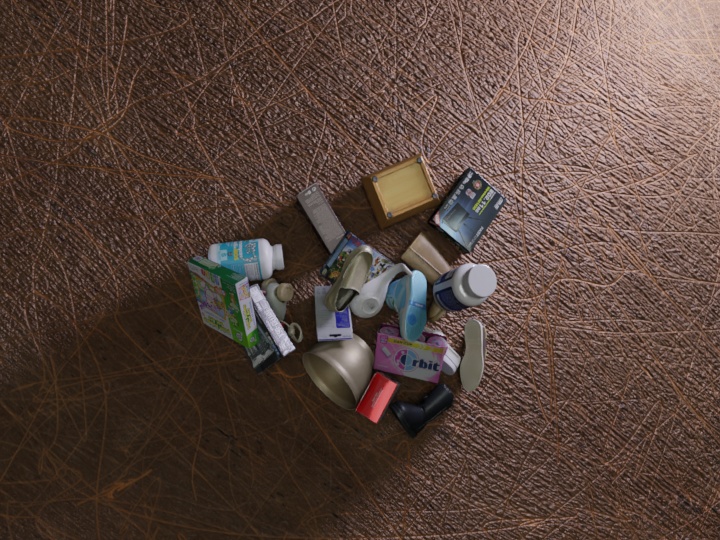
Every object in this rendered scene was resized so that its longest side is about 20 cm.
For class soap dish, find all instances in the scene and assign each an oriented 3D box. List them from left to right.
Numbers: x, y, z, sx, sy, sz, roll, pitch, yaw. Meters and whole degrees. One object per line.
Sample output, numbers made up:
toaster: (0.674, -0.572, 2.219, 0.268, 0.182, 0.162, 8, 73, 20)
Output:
soap dish: (0.119, -0.231, 1.535, 0.196, 0.081, 0.160, -23, 91, -8)

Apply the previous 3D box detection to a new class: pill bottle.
pill bottle: (-0.310, -0.026, 1.464, 0.195, 0.111, 0.114, -7, 89, -7)
pill bottle: (0.279, 0.044, 1.427, 0.108, 0.200, 0.114, 3, 79, -15)

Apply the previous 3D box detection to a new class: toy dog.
toy dog: (-0.244, 0.118, 1.465, 0.095, 0.130, 0.205, -5, 80, -48)

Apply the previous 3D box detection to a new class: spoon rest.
spoon rest: (0.055, 0.054, 1.479, 0.199, 0.061, 0.099, -41, 119, 10)

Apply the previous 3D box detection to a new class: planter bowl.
planter bowl: (-0.043, 0.257, 1.459, 0.134, 0.200, 0.201, -42, 93, -30)

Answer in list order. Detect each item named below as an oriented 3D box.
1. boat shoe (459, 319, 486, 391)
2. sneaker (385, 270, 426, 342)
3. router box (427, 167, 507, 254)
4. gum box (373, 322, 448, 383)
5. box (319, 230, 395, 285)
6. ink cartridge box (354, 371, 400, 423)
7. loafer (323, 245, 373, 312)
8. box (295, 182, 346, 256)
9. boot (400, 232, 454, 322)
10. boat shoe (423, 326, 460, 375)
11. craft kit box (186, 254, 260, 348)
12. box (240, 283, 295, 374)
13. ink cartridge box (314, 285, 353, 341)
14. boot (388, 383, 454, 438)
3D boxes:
boat shoe: (0.332, 0.246, 1.552, 0.071, 0.059, 0.205, 0, 85, 34)
sneaker: (0.118, 0.110, 1.490, 0.079, 0.129, 0.204, 27, 60, -29)
router box: (0.311, -0.173, 1.565, 0.149, 0.062, 0.202, 37, 85, -5)
gum box: (0.140, 0.229, 1.486, 0.195, 0.066, 0.116, 11, 113, 9)
box: (0.000, 0.000, 1.475, 0.198, 0.038, 0.138, 32, 95, -36)
ink cartridge box: (0.049, 0.341, 1.445, 0.066, 0.200, 0.118, 28, 85, 12)
loafer: (-0.021, 0.030, 1.411, 0.075, 0.068, 0.203, 25, 100, -35)
box: (-0.102, -0.133, 1.498, 0.074, 0.100, 0.202, -33, 91, -6)
boot: (0.192, 0.021, 1.547, 0.200, 0.066, 0.176, 42, 72, -5)
boat shoe: (0.213, 0.207, 1.546, 0.200, 0.071, 0.070, 44, 57, 0)
craft kit box: (-0.354, 0.080, 1.386, 0.048, 0.197, 0.201, -37, 134, -38)
box: (-0.275, 0.159, 1.432, 0.049, 0.157, 0.202, -27, 84, -45)
ink cartridge box: (-0.076, 0.124, 1.459, 0.097, 0.202, 0.040, 0, 132, -6)
boot: (0.174, 0.370, 1.482, 0.167, 0.201, 0.077, -39, 52, -6)
